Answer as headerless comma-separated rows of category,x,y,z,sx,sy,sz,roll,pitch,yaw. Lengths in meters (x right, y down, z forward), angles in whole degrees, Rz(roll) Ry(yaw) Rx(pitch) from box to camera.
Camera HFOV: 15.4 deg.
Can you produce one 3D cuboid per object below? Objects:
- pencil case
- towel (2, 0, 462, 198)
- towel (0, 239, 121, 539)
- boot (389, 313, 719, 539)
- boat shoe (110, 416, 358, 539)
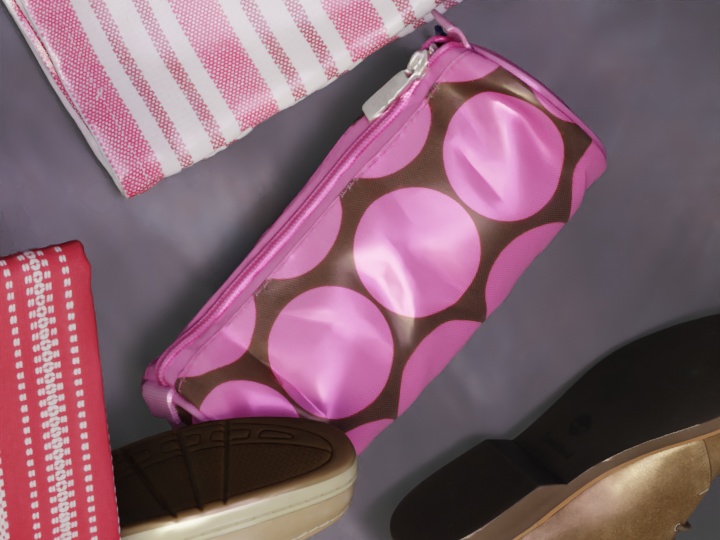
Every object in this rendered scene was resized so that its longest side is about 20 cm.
pencil case,0.000,0.000,1.032,0.200,0.091,0.094,-51,131,-5
towel,-0.044,-0.138,1.045,0.199,0.030,0.147,-31,98,-8
towel,-0.169,0.079,0.825,0.199,0.022,0.145,-16,115,-28
boot,0.112,0.083,1.074,0.199,0.074,0.076,-30,116,-4
boat shoe,-0.091,0.112,0.965,0.199,0.072,0.065,-21,114,-2
